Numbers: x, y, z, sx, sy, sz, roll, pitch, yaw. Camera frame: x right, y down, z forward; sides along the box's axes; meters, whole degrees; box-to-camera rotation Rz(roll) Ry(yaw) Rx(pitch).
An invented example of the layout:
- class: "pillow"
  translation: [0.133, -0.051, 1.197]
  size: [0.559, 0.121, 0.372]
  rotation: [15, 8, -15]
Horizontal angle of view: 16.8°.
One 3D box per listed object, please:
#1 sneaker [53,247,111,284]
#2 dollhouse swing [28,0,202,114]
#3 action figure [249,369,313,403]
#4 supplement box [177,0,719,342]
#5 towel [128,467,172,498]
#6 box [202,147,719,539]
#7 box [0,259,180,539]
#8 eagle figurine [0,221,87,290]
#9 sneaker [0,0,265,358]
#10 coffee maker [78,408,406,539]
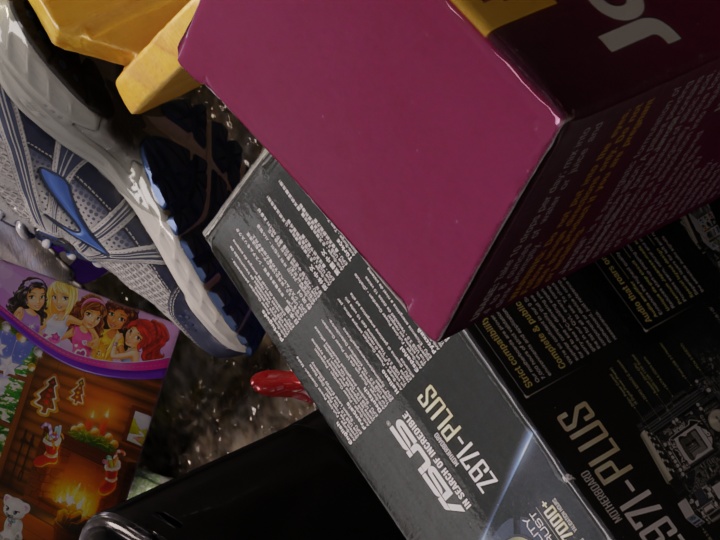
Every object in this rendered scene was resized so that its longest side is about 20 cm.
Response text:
- class: "sneaker"
  translation: [-0.134, -0.066, 1.060]
  size: [0.070, 0.099, 0.201]
  rotation: [44, 137, 25]
- class: "dollhouse swing"
  translation: [-0.049, -0.200, 0.865]
  size: [0.201, 0.181, 0.176]
  rotation: [60, 160, 7]
- class: "action figure"
  translation: [0.000, 0.000, 0.982]
  size: [0.066, 0.051, 0.201]
  rotation: [-101, 28, -42]
- class: "supplement box"
  translation: [0.065, -0.084, 0.761]
  size: [0.131, 0.199, 0.103]
  rotation: [48, 137, 18]
- class: "towel"
  translation: [-0.154, 0.154, 1.168]
  size: [0.199, 0.150, 0.031]
  rotation: [9, 151, 44]
- class: "box"
  translation: [0.073, 0.021, 0.831]
  size: [0.201, 0.163, 0.086]
  rotation: [54, 138, 12]
- class: "box"
  translation: [-0.187, 0.055, 0.992]
  size: [0.039, 0.199, 0.138]
  rotation: [145, 144, -69]
- class: "eagle figurine"
  translation: [-0.198, 0.010, 1.111]
  size: [0.199, 0.152, 0.152]
  rotation: [19, 125, -11]
- class: "sneaker"
  translation: [-0.108, -0.040, 0.985]
  size: [0.085, 0.077, 0.201]
  rotation: [-19, 120, 30]
- class: "coffee maker"
  translation: [-0.007, 0.103, 0.930]
  size: [0.134, 0.199, 0.194]
  rotation: [6, 113, 45]
